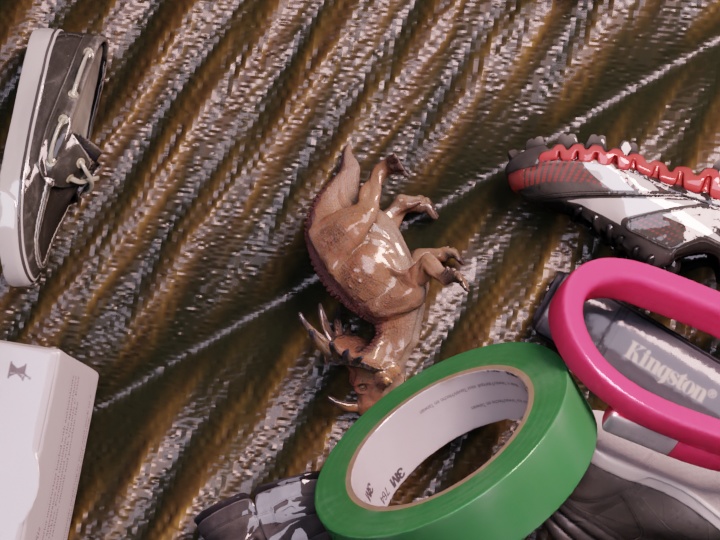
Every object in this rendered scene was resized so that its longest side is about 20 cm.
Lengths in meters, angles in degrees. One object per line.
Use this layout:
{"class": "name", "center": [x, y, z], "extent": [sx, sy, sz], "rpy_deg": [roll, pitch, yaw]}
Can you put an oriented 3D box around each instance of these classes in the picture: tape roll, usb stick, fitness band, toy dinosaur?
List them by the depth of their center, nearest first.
{"class": "tape roll", "center": [0.064, 0.131, 1.476], "extent": [0.200, 0.201, 0.048], "rpy_deg": [-32, 112, 0]}
{"class": "fitness band", "center": [0.221, 0.063, 1.491], "extent": [0.199, 0.037, 0.144], "rpy_deg": [21, 45, -15]}
{"class": "usb stick", "center": [0.218, 0.070, 1.562], "extent": [0.199, 0.033, 0.056], "rpy_deg": [32, 82, 10]}
{"class": "toy dinosaur", "center": [0.000, 0.000, 1.576], "extent": [0.135, 0.086, 0.201], "rpy_deg": [-30, 73, 7]}

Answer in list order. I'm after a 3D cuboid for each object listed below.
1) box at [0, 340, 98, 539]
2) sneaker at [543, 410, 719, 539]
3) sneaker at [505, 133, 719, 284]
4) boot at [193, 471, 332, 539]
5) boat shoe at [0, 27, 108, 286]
{"class": "box", "center": [-0.313, 0.146, 1.556], "extent": [0.198, 0.131, 0.201], "rpy_deg": [9, 81, 7]}
{"class": "sneaker", "center": [0.215, 0.176, 1.533], "extent": [0.199, 0.071, 0.099], "rpy_deg": [25, 127, -15]}
{"class": "sneaker", "center": [0.198, -0.039, 1.563], "extent": [0.199, 0.071, 0.099], "rpy_deg": [12, 79, 7]}
{"class": "boot", "center": [-0.016, 0.204, 1.550], "extent": [0.198, 0.070, 0.133], "rpy_deg": [-12, 74, 0]}
{"class": "boat shoe", "center": [-0.229, -0.086, 1.618], "extent": [0.063, 0.071, 0.202], "rpy_deg": [6, 79, 8]}
